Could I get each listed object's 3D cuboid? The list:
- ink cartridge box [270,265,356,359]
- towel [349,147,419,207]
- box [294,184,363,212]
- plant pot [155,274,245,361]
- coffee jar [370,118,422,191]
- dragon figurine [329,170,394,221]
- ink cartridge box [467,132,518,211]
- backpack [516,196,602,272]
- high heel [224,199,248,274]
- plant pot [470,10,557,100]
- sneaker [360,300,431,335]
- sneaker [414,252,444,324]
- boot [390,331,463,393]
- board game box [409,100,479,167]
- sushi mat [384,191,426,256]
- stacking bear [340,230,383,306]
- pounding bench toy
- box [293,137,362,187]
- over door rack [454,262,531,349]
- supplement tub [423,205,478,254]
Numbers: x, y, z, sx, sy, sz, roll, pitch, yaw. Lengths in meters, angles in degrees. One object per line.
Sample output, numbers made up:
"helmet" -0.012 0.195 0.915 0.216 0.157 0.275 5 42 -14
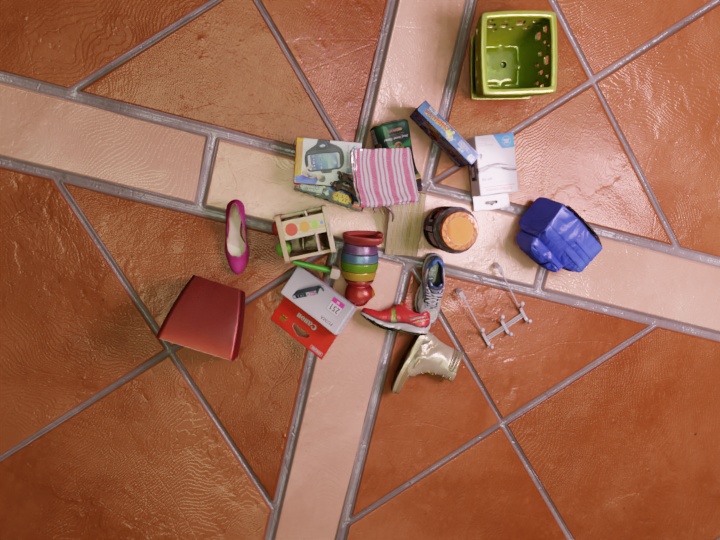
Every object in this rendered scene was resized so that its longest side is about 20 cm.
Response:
"ink cartridge box" -0.136 0.114 1.620 0.199 0.044 0.175 35 92 16
"towel" 0.065 -0.237 1.499 0.198 0.030 0.149 -9 88 -35
"box" -0.068 -0.255 1.621 0.197 0.040 0.139 19 93 -6
"plant pot" -0.396 0.119 1.569 0.197 0.200 0.179 18 83 -6
"coffee jar" 0.098 -0.297 1.603 0.103 0.085 0.203 -17 98 -19
"dragon figurine" 0.013 -0.197 1.552 0.199 0.099 0.059 21 104 -40
"ink cartridge box" 0.365 -0.269 1.637 0.114 0.067 0.203 -8 97 -10
"backpack" 0.542 -0.082 1.635 0.199 0.163 0.168 35 102 -20
"high heel" -0.331 -0.087 1.589 0.066 0.096 0.203 6 96 -5
"plant pot" 0.386 -0.546 1.556 0.197 0.182 0.202 -2 96 -4
"sneaker" 0.099 0.125 1.656 0.197 0.077 0.086 12 78 10
"sneaker" 0.196 0.054 1.654 0.076 0.085 0.203 3 97 -5
"boot" 0.187 0.285 1.684 0.154 0.073 0.202 30 88 -4
"board game box" 0.220 -0.359 1.586 0.200 0.135 0.034 43 92 -8
"sushi mat" 0.121 -0.126 1.618 0.094 0.012 0.202 2 125 -4
"stacking bear" 0.000 0.000 1.624 0.112 0.122 0.203 4 104 1
"pounding bench toy" -0.146 -0.062 1.593 0.154 0.124 0.203 -13 97 -3
"box" -0.076 -0.283 1.578 0.197 0.041 0.121 4 96 -3
"over door rack" 0.379 0.103 1.684 0.147 0.067 0.201 -32 98 -1
"supplement tub" 0.241 -0.109 1.582 0.121 0.200 0.125 -1 96 -5
